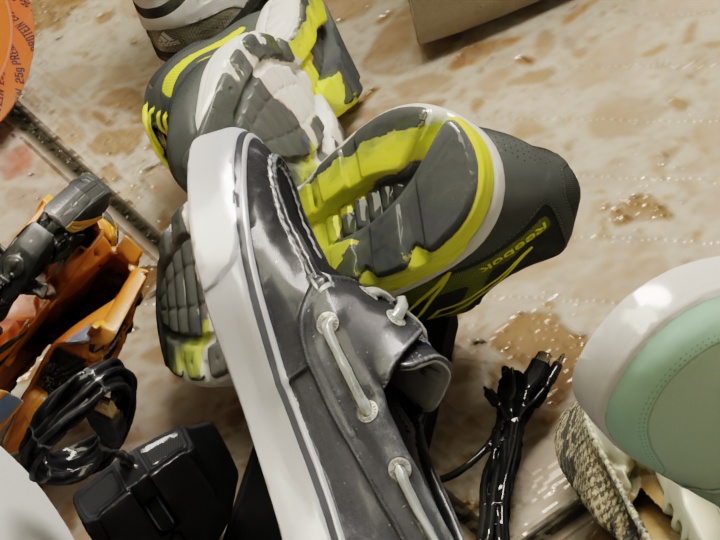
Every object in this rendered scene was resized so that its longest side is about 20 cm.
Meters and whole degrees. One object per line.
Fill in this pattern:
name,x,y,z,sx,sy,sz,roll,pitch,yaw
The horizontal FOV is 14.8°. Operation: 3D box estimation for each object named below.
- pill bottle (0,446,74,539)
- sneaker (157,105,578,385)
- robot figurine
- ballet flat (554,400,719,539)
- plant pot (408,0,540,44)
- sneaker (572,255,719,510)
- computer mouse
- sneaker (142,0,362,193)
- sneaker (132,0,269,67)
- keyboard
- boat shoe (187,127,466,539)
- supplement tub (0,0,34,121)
pill bottle,-0.188,0.142,0.900,0.200,0.114,0.114,-36,32,12
sneaker,0.000,0.000,1.023,0.200,0.084,0.075,-20,68,48
robot figurine,-0.148,0.055,1.037,0.058,0.145,0.200,36,64,5
ballet flat,0.112,0.072,0.886,0.067,0.076,0.200,-10,33,-9
plant pot,0.087,-0.248,1.243,0.176,0.201,0.200,-10,35,1
sneaker,0.156,0.066,0.781,0.074,0.200,0.118,-55,37,18
computer mouse,-0.074,0.071,0.931,0.058,0.200,0.034,-32,73,-2
sneaker,-0.054,-0.059,1.160,0.084,0.075,0.200,-27,11,18
sneaker,-0.056,-0.186,1.299,0.075,0.116,0.201,-3,39,28
keyboard,0.009,0.083,0.987,0.127,0.021,0.200,-14,36,25
boat shoe,-0.003,0.036,0.915,0.068,0.072,0.201,-22,65,11
supplement tub,-0.254,-0.122,1.328,0.199,0.123,0.123,16,51,43
